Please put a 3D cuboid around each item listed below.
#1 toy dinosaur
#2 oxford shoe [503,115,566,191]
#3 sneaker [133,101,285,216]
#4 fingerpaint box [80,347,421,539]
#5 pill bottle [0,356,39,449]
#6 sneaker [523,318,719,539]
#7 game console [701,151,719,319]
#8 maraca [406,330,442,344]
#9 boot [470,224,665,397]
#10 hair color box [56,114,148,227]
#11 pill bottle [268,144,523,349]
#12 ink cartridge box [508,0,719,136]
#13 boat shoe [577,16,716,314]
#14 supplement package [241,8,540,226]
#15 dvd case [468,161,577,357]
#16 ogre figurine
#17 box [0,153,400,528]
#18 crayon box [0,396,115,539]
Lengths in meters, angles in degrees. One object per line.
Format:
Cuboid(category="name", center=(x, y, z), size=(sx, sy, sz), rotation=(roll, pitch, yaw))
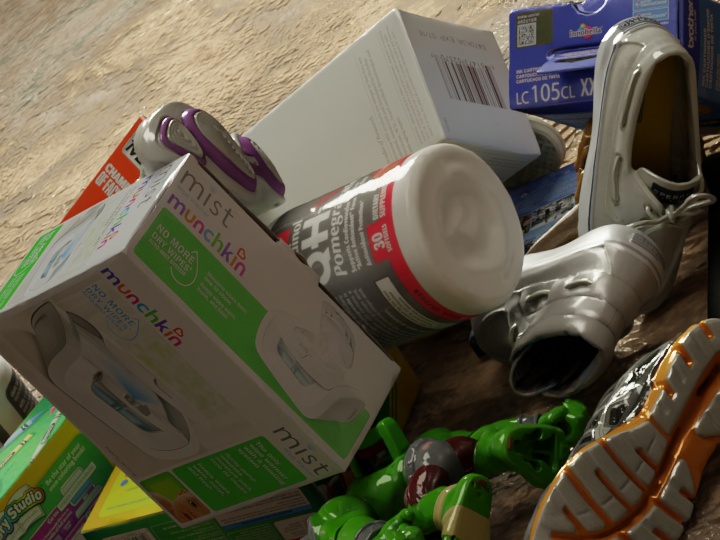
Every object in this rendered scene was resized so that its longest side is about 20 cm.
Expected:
Cuboid(category="toy dinosaur", center=(0.162, -0.040, 1.525), size=(0.199, 0.107, 0.060), rotation=(-28, 41, -12))
Cuboid(category="oxford shoe", center=(0.089, -0.097, 1.782), size=(0.199, 0.075, 0.058), rotation=(-10, 28, 50))
Cuboid(category="sneaker", center=(-0.113, -0.049, 1.466), size=(0.099, 0.075, 0.200), rotation=(-35, -15, 7))
Cuboid(category="fingerpaint box", center=(-0.074, 0.132, 1.573), size=(0.199, 0.073, 0.167), rotation=(-18, 30, 31))
Cuboid(category="pill bottle", center=(-0.290, 0.132, 1.709), size=(0.110, 0.200, 0.111), rotation=(-29, 23, 14))
Cuboid(category="sneaker", center=(0.156, 0.113, 1.312), size=(0.200, 0.078, 0.077), rotation=(-45, 12, -28))
Cuboid(category="game console", center=(0.329, -0.047, 1.429), size=(0.199, 0.117, 0.176), rotation=(-16, 0, 37))
Cuboid(category="maraca", center=(0.033, -0.002, 1.645), size=(0.137, 0.107, 0.200), rotation=(-29, -3, -1))
Cuboid(category="boot", center=(0.114, 0.041, 1.454), size=(0.096, 0.073, 0.200), rotation=(-55, 10, -30))
Cuboid(category="hair color box", center=(-0.177, -0.010, 1.696), size=(0.064, 0.111, 0.200), rotation=(43, 102, 32))
Cuboid(category="pill bottle", center=(0.000, 0.000, 1.473), size=(0.199, 0.111, 0.111), rotation=(-23, 26, 40))
Cuboid(category="ink cartridge box", center=(0.192, -0.142, 1.551), size=(0.136, 0.200, 0.077), rotation=(-4, 81, 35))
Cuboid(category="boat shoe", center=(0.192, -0.055, 1.433), size=(0.074, 0.203, 0.086), rotation=(-7, 25, -19))
Cuboid(category="supplement package", center=(0.016, -0.091, 1.709), size=(0.200, 0.117, 0.118), rotation=(-36, 63, 34))
Cuboid(category="dvd case", center=(0.155, -0.024, 1.621), size=(0.142, 0.018, 0.200), rotation=(-23, 26, 26))
Cuboid(category="ogre figurine", center=(0.047, 0.134, 1.376), size=(0.120, 0.098, 0.200), rotation=(-8, 36, 46))
Cuboid(category="box", center=(-0.107, 0.048, 1.410), size=(0.176, 0.200, 0.097), rotation=(-22, 28, 46))
Cuboid(category="crayon box", center=(-0.215, 0.173, 1.633), size=(0.058, 0.119, 0.200), rotation=(-8, 36, 47))
